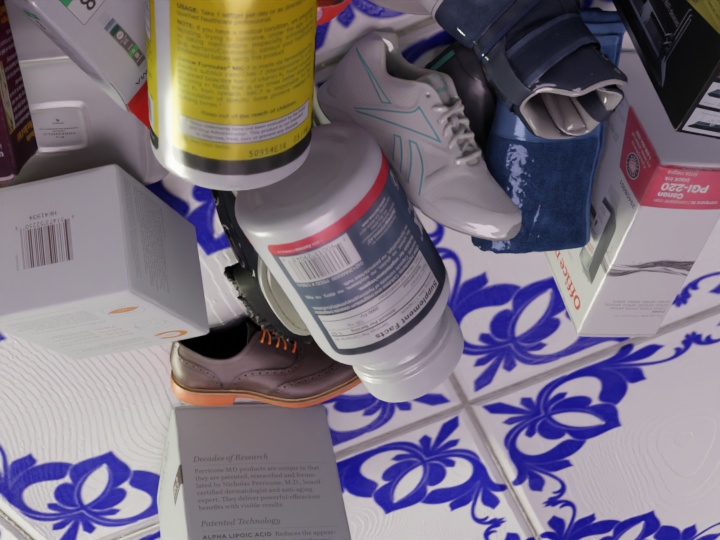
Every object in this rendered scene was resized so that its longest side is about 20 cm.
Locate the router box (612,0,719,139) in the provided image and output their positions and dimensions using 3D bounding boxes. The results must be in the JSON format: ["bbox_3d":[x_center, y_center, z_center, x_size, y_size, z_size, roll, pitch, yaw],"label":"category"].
[{"bbox_3d":[0.246,-0.218,0.967,0.051,0.202,0.158,6,136,-22],"label":"router box"}]

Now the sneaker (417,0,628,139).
[{"bbox_3d":[0.147,-0.174,0.981,0.201,0.147,0.077,-30,165,-40],"label":"sneaker"}]

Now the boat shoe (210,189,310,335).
[{"bbox_3d":[-0.076,-0.040,1.100,0.074,0.066,0.201,-38,124,-16],"label":"boat shoe"}]

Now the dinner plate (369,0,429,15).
[{"bbox_3d":[0.066,-0.263,1.002,0.197,0.024,0.202,-8,137,-8],"label":"dinner plate"}]

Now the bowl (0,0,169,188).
[{"bbox_3d":[-0.228,-0.129,1.028,0.197,0.075,0.201,-5,137,-8],"label":"bowl"}]

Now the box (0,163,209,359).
[{"bbox_3d":[-0.209,-0.001,1.082,0.122,0.099,0.200,-11,167,8],"label":"box"}]

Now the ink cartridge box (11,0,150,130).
[{"bbox_3d":[-0.123,-0.185,0.955,0.162,0.050,0.200,-53,131,-9],"label":"ink cartridge box"}]

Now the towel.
[{"bbox_3d":[0.150,-0.110,1.101,0.110,0.048,0.203,-6,115,-35],"label":"towel"}]

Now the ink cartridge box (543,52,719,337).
[{"bbox_3d":[0.228,-0.062,1.172,0.083,0.147,0.202,-1,136,-16],"label":"ink cartridge box"}]

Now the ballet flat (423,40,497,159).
[{"bbox_3d":[0.100,-0.104,1.150,0.072,0.074,0.201,-22,132,8],"label":"ballet flat"}]

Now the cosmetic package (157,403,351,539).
[{"bbox_3d":[-0.110,0.263,1.388,0.162,0.202,0.166,0,137,-17],"label":"cosmetic package"}]

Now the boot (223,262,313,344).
[{"bbox_3d":[-0.051,-0.024,1.197,0.161,0.074,0.198,-29,131,28],"label":"boot"}]

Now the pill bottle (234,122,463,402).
[{"bbox_3d":[0.000,0.000,1.050,0.118,0.120,0.201,-24,125,11],"label":"pill bottle"}]

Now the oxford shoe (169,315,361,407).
[{"bbox_3d":[-0.081,0.082,1.301,0.197,0.072,0.073,-6,133,-9],"label":"oxford shoe"}]

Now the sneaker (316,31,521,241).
[{"bbox_3d":[0.053,-0.103,1.062,0.081,0.200,0.070,-53,164,28],"label":"sneaker"}]

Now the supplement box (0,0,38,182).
[{"bbox_3d":[-0.276,-0.157,0.888,0.084,0.110,0.203,-10,105,-4],"label":"supplement box"}]

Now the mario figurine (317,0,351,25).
[{"bbox_3d":[-0.016,-0.251,0.912,0.105,0.123,0.202,-17,137,-39],"label":"mario figurine"}]

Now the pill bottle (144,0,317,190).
[{"bbox_3d":[-0.083,-0.165,0.892,0.112,0.115,0.202,-4,129,-11],"label":"pill bottle"}]
